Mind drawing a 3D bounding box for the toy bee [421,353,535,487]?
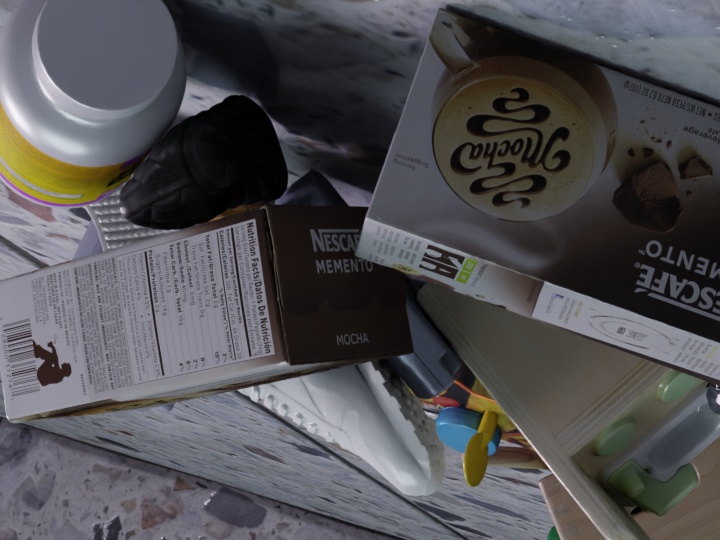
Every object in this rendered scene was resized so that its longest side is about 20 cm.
[{"bbox_3d":[0.072,0.082,1.114,0.198,0.132,0.109,-3,151,2],"label":"toy bee"}]

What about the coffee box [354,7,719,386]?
[{"bbox_3d":[0.110,-0.032,0.799,0.198,0.114,0.080,20,166,1],"label":"coffee box"}]

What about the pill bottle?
[{"bbox_3d":[-0.156,-0.101,0.921,0.104,0.105,0.200,23,166,-13],"label":"pill bottle"}]

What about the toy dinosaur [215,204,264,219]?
[{"bbox_3d":[-0.079,-0.034,1.216,0.199,0.061,0.106,14,-165,36],"label":"toy dinosaur"}]

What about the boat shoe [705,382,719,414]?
[{"bbox_3d":[0.244,0.052,0.916,0.074,0.067,0.199,0,179,32],"label":"boat shoe"}]

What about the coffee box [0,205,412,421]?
[{"bbox_3d":[-0.086,0.025,0.882,0.199,0.081,0.113,-14,172,34],"label":"coffee box"}]

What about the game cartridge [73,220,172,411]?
[{"bbox_3d":[-0.178,0.027,1.353,0.041,0.134,0.200,14,165,23],"label":"game cartridge"}]

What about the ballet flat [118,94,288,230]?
[{"bbox_3d":[-0.086,-0.063,0.952,0.056,0.067,0.200,-22,-179,16],"label":"ballet flat"}]

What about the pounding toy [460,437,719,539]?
[{"bbox_3d":[0.199,0.164,1.243,0.199,0.143,0.184,-23,171,6],"label":"pounding toy"}]

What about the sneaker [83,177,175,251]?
[{"bbox_3d":[-0.133,-0.031,1.123,0.201,0.073,0.114,56,-171,27],"label":"sneaker"}]

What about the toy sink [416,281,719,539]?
[{"bbox_3d":[0.148,0.067,0.971,0.200,0.112,0.130,52,-174,33],"label":"toy sink"}]

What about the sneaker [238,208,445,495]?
[{"bbox_3d":[-0.028,0.061,0.972,0.200,0.080,0.076,51,-178,14],"label":"sneaker"}]

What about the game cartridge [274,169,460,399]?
[{"bbox_3d":[0.000,0.000,1.021,0.134,0.041,0.200,54,-177,-11],"label":"game cartridge"}]
